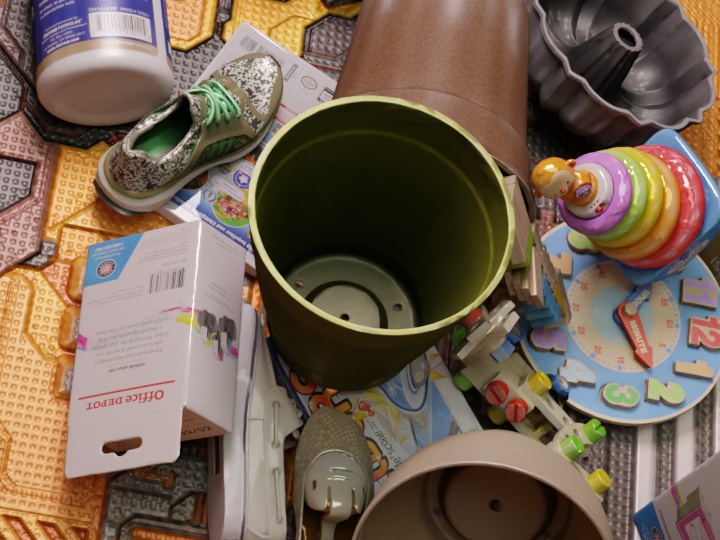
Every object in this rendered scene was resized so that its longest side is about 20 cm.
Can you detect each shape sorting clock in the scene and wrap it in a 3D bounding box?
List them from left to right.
[{"bbox_3d":[0.230,0.040,1.613,0.200,0.039,0.200,6,65,-13],"label":"shape sorting clock"}]

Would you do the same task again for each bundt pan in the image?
[{"bbox_3d":[0.222,-0.190,1.672,0.202,0.076,0.202,19,49,-23],"label":"bundt pan"}]

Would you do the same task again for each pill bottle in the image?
[{"bbox_3d":[-0.223,-0.234,1.565,0.116,0.116,0.200,-1,67,-16],"label":"pill bottle"}]

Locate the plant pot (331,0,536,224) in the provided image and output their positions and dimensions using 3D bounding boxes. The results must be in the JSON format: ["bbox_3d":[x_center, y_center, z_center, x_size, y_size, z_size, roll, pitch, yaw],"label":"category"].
[{"bbox_3d":[0.061,-0.140,1.561,0.200,0.200,0.198,16,60,-8],"label":"plant pot"}]

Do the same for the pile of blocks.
[{"bbox_3d":[0.120,0.004,1.502,0.062,0.200,0.082,-11,55,17],"label":"pile of blocks"}]

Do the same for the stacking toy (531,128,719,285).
[{"bbox_3d":[0.205,-0.064,1.531,0.200,0.116,0.110,12,41,-52],"label":"stacking toy"}]

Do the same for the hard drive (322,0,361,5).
[{"bbox_3d":[0.065,-0.308,1.666,0.200,0.140,0.038,-18,72,-21],"label":"hard drive"}]

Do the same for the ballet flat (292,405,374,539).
[{"bbox_3d":[-0.019,0.205,1.427,0.067,0.062,0.200,5,82,-15],"label":"ballet flat"}]

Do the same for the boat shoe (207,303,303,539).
[{"bbox_3d":[-0.081,0.125,1.472,0.070,0.071,0.200,7,68,-19],"label":"boat shoe"}]

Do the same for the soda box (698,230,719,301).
[{"bbox_3d":[0.365,0.030,1.641,0.068,0.064,0.200,-15,72,-22],"label":"soda box"}]

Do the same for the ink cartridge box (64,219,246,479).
[{"bbox_3d":[-0.160,0.071,1.441,0.068,0.115,0.200,37,49,-50],"label":"ink cartridge box"}]

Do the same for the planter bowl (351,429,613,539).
[{"bbox_3d":[0.098,0.202,1.397,0.200,0.200,0.135,27,25,-3],"label":"planter bowl"}]

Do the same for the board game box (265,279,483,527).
[{"bbox_3d":[0.018,0.121,1.519,0.135,0.034,0.200,-24,75,-24],"label":"board game box"}]

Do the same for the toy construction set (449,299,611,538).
[{"bbox_3d":[0.128,0.108,1.499,0.200,0.092,0.131,60,23,-14],"label":"toy construction set"}]

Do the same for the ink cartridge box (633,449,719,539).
[{"bbox_3d":[0.311,0.221,1.463,0.085,0.200,0.145,-13,71,-21],"label":"ink cartridge box"}]

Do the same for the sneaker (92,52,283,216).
[{"bbox_3d":[-0.133,-0.125,1.535,0.077,0.089,0.200,44,63,6],"label":"sneaker"}]

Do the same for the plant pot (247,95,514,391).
[{"bbox_3d":[0.000,0.000,1.434,0.200,0.193,0.201,5,62,-9],"label":"plant pot"}]

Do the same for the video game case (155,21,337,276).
[{"bbox_3d":[-0.096,-0.108,1.599,0.143,0.018,0.200,34,62,0],"label":"video game case"}]
